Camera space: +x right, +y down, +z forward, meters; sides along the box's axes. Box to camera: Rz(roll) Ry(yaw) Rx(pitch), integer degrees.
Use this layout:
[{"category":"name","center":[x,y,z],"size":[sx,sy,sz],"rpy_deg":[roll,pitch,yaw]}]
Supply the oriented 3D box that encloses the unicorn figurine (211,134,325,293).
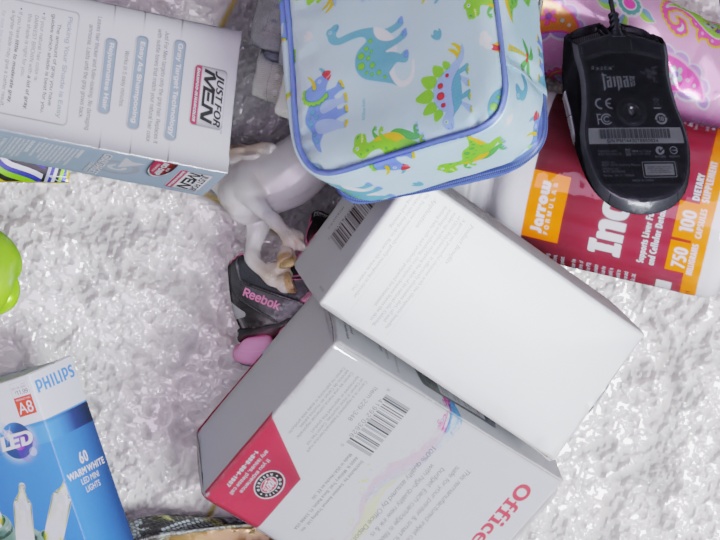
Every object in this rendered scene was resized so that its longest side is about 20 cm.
[{"category":"unicorn figurine","center":[-0.055,-0.060,1.731],"size":[0.199,0.074,0.138],"rpy_deg":[-20,57,-12]}]

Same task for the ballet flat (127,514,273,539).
[{"category":"ballet flat","center":[-0.111,0.203,1.767],"size":[0.199,0.072,0.073],"rpy_deg":[-7,97,-5]}]

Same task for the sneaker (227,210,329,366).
[{"category":"sneaker","center":[0.000,0.000,1.761],"size":[0.199,0.079,0.096],"rpy_deg":[-16,86,-5]}]

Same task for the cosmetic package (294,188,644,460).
[{"category":"cosmetic package","center":[0.070,0.020,1.668],"size":[0.200,0.085,0.108],"rpy_deg":[35,96,-22]}]

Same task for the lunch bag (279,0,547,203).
[{"category":"lunch bag","center":[0.028,-0.148,1.577],"size":[0.160,0.082,0.201],"rpy_deg":[-16,66,24]}]

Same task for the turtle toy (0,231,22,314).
[{"category":"turtle toy","center":[-0.308,-0.035,1.691],"size":[0.200,0.101,0.146],"rpy_deg":[36,92,21]}]

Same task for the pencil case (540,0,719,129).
[{"category":"pencil case","center":[0.174,-0.157,1.754],"size":[0.199,0.087,0.088],"rpy_deg":[22,93,-9]}]

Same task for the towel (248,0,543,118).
[{"category":"towel","center":[0.024,-0.181,1.659],"size":[0.199,0.034,0.194],"rpy_deg":[14,99,25]}]

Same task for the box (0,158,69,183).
[{"category":"box","center":[-0.223,-0.161,1.715],"size":[0.064,0.070,0.202],"rpy_deg":[0,96,-10]}]

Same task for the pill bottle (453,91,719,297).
[{"category":"pill bottle","center":[0.155,-0.056,1.736],"size":[0.198,0.113,0.114],"rpy_deg":[12,95,7]}]

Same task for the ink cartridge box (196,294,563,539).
[{"category":"ink cartridge box","center":[0.011,0.126,1.725],"size":[0.199,0.086,0.148],"rpy_deg":[33,109,-25]}]

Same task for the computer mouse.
[{"category":"computer mouse","center":[0.193,-0.123,1.683],"size":[0.139,0.046,0.201],"rpy_deg":[-6,66,-14]}]

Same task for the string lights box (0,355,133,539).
[{"category":"string lights box","center":[-0.215,0.169,1.731],"size":[0.102,0.059,0.201],"rpy_deg":[-17,94,27]}]

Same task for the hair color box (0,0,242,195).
[{"category":"hair color box","center":[-0.181,-0.118,1.648],"size":[0.199,0.061,0.100],"rpy_deg":[10,73,-18]}]
